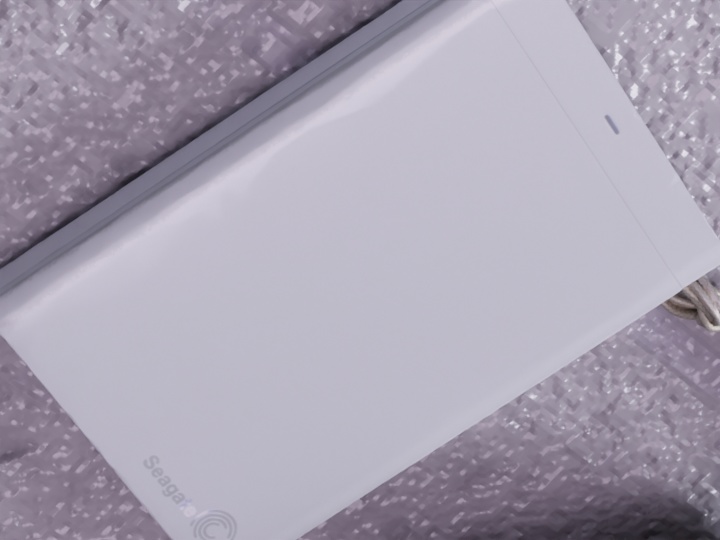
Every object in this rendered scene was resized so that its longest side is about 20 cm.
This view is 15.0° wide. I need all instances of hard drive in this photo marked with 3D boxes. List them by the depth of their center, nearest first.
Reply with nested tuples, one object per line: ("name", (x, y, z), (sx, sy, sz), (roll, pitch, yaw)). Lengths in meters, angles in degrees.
("hard drive", (0.000, 0.000, 0.860), (0.200, 0.026, 0.132), (-33, 118, 6))

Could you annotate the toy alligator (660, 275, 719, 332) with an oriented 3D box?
("toy alligator", (0.181, 0.049, 0.926), (0.200, 0.059, 0.054), (44, 67, -14))
